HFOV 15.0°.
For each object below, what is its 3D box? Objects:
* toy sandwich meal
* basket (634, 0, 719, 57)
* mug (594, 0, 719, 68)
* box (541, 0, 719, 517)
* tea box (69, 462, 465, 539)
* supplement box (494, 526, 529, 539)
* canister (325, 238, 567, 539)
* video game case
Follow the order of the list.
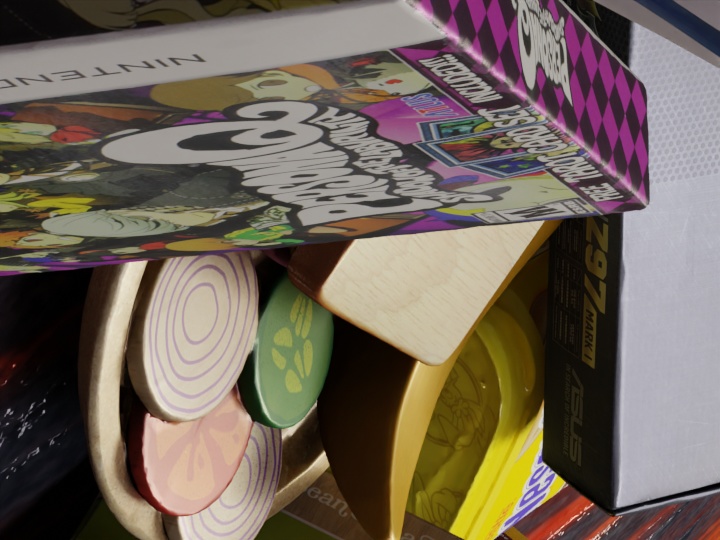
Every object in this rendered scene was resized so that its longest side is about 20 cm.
[{"bbox_3d":[0.000,0.000,0.802,0.205,0.070,0.206,-40,145,-37],"label":"toy sandwich meal"},{"bbox_3d":[0.061,-0.145,0.517,0.177,0.200,0.139,-60,159,0],"label":"basket"},{"bbox_3d":[0.089,-0.139,0.677,0.149,0.153,0.187,-36,155,-35],"label":"mug"},{"bbox_3d":[0.138,-0.032,0.892,0.157,0.051,0.201,-10,114,-25],"label":"box"},{"bbox_3d":[-0.057,0.189,0.906,0.197,0.133,0.200,-57,167,-33],"label":"tea box"},{"bbox_3d":[0.011,0.221,1.176,0.198,0.133,0.200,-56,160,14],"label":"supplement box"},{"bbox_3d":[0.056,0.030,1.010,0.200,0.086,0.149,-29,150,-49],"label":"canister"},{"bbox_3d":[-0.048,-0.036,0.562,0.200,0.180,0.036,27,59,-71],"label":"video game case"}]
